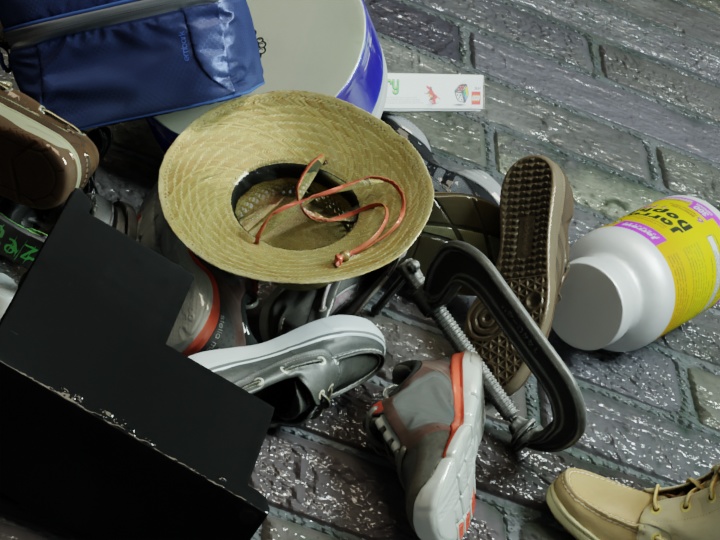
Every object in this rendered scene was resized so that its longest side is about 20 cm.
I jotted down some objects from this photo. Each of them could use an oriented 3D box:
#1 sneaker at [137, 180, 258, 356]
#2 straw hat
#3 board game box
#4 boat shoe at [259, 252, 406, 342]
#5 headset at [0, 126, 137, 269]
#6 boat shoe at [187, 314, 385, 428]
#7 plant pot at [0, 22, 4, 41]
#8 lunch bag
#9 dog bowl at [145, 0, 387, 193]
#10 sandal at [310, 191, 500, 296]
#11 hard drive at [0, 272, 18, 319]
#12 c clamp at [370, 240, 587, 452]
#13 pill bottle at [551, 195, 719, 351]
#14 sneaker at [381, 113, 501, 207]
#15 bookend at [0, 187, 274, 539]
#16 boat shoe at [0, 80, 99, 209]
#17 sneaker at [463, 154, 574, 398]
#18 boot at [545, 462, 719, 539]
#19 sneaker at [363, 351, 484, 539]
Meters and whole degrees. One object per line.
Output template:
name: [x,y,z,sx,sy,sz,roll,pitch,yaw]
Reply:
sneaker: [-0.118,0.002,1.715,0.082,0.077,0.201,27,32,-31]
straw hat: [-0.047,-0.033,1.689,0.199,0.085,0.202,0,49,0]
board game box: [-0.006,-0.154,2.015,0.199,0.035,0.126,-3,5,-42]
boat shoe: [0.000,0.000,1.753,0.057,0.067,0.200,14,43,31]
headset: [-0.213,-0.047,1.676,0.123,0.095,0.200,25,12,-3]
boat shoe: [-0.054,0.083,1.628,0.199,0.069,0.057,-13,49,-40]
plant pot: [-0.332,-0.230,1.814,0.200,0.199,0.135,-28,92,-56]
lunch bag: [-0.181,-0.181,1.749,0.198,0.134,0.136,-11,8,6]
dog bowl: [-0.082,-0.161,1.865,0.198,0.079,0.202,-6,59,11]
sandal: [0.036,-0.026,1.863,0.198,0.083,0.055,3,10,-9]
hard drive: [-0.273,0.064,1.518,0.132,0.026,0.199,41,33,25]
c clamp: [0.094,0.059,1.728,0.027,0.171,0.200,-28,71,-29]
pill bottle: [0.232,0.006,1.937,0.104,0.105,0.200,37,30,20]
sneaker: [0.036,-0.062,1.927,0.113,0.076,0.200,-6,36,-43]
bookend: [-0.145,0.076,1.492,0.198,0.092,0.201,30,33,-9]
boat shoe: [-0.274,-0.107,1.634,0.201,0.075,0.075,31,29,12]
sneaker: [0.137,0.013,1.821,0.070,0.202,0.075,3,-20,32]
boot: [0.248,0.153,1.656,0.199,0.156,0.073,25,29,-1]
sneaker: [0.040,0.126,1.631,0.081,0.078,0.200,2,26,8]
